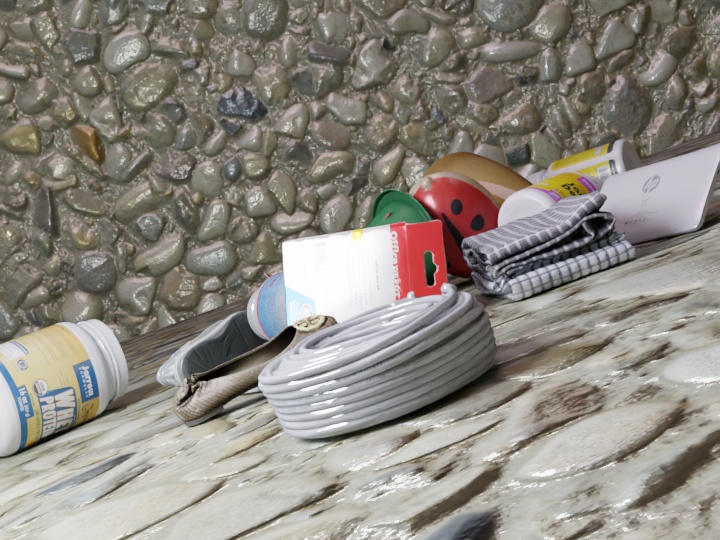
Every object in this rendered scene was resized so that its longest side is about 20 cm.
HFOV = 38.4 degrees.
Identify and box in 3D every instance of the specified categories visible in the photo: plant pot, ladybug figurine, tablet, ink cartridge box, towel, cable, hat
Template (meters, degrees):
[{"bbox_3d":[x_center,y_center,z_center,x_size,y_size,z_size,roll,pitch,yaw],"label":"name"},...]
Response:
[{"bbox_3d":[0.212,-0.091,1.659,0.185,0.188,0.200,-21,18,-22],"label":"plant pot"},{"bbox_3d":[0.140,-0.058,1.487,0.135,0.200,0.072,-33,37,15],"label":"ladybug figurine"},{"bbox_3d":[0.366,-0.089,1.309,0.199,0.014,0.131,-14,45,56],"label":"tablet"},{"bbox_3d":[0.012,0.013,1.217,0.198,0.118,0.067,-7,-11,18],"label":"ink cartridge box"},{"bbox_3d":[0.215,-0.030,1.245,0.164,0.086,0.200,-20,4,-3],"label":"towel"},{"bbox_3d":[0.015,0.076,0.855,0.198,0.070,0.200,-21,4,-6],"label":"cable"},{"bbox_3d":[0.000,0.000,1.450,0.175,0.167,0.200,-27,-12,-27],"label":"hat"}]

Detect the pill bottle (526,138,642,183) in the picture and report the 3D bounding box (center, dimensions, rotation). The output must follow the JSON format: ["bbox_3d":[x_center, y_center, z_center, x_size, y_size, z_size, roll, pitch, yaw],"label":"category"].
[{"bbox_3d":[0.417,-0.162,1.926,0.199,0.115,0.114,-16,4,34],"label":"pill bottle"}]

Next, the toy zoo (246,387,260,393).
[{"bbox_3d":[-0.068,0.107,1.195,0.131,0.021,0.199,-22,5,-40],"label":"toy zoo"}]

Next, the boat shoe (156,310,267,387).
[{"bbox_3d":[-0.204,0.112,1.469,0.064,0.075,0.202,-11,15,36],"label":"boat shoe"}]

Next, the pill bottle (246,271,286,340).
[{"bbox_3d":[-0.080,0.050,1.419,0.108,0.110,0.199,-21,4,-30],"label":"pill bottle"}]

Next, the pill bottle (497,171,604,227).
[{"bbox_3d":[0.291,-0.085,1.509,0.104,0.105,0.199,-16,5,41],"label":"pill bottle"}]

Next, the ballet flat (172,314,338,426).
[{"bbox_3d":[-0.114,0.098,1.111,0.199,0.047,0.067,-30,13,-6],"label":"ballet flat"}]

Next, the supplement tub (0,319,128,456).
[{"bbox_3d":[-0.442,0.158,1.446,0.199,0.146,0.144,-23,5,-41],"label":"supplement tub"}]
